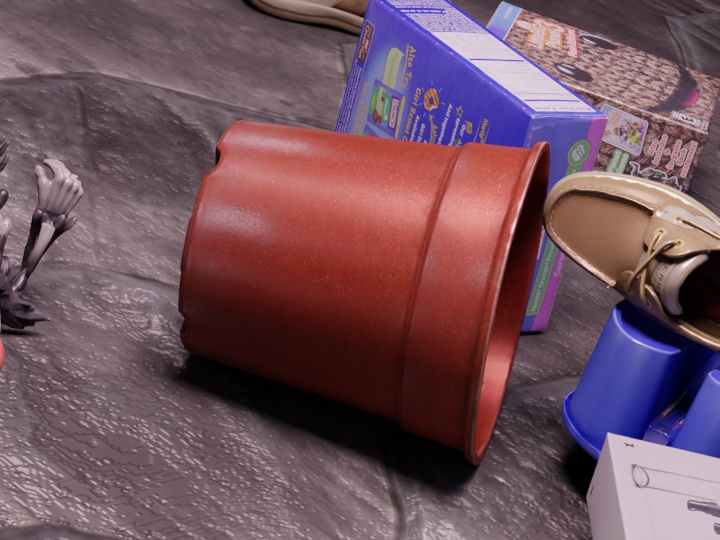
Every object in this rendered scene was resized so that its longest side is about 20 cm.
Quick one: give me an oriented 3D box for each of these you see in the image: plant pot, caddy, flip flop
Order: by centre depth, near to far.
[{"bbox_3d":[0.000,0.000,1.554,0.194,0.202,0.201,12,22,9],"label":"plant pot"},{"bbox_3d":[0.211,0.086,1.596,0.141,0.105,0.200,29,23,19],"label":"caddy"},{"bbox_3d":[-0.007,-0.250,2.259,0.199,0.058,0.081,10,24,-18],"label":"flip flop"}]

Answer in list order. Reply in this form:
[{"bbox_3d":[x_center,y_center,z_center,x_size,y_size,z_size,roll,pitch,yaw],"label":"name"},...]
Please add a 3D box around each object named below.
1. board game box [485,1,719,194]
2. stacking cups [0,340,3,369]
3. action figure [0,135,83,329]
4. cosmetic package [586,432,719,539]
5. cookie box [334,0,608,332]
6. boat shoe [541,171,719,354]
[{"bbox_3d":[0.181,-0.124,2.061,0.199,0.097,0.160,20,23,4],"label":"board game box"},{"bbox_3d":[-0.270,0.060,1.369,0.060,0.061,0.200,26,23,20],"label":"stacking cups"},{"bbox_3d":[-0.241,-0.036,1.554,0.118,0.102,0.200,19,18,-28],"label":"action figure"},{"bbox_3d":[0.210,0.173,1.412,0.150,0.052,0.200,11,25,-6],"label":"cosmetic package"},{"bbox_3d":[0.068,-0.076,1.778,0.075,0.172,0.200,-5,32,-36],"label":"cookie box"},{"bbox_3d":[0.198,0.000,1.542,0.199,0.074,0.066,25,16,12],"label":"boat shoe"}]
